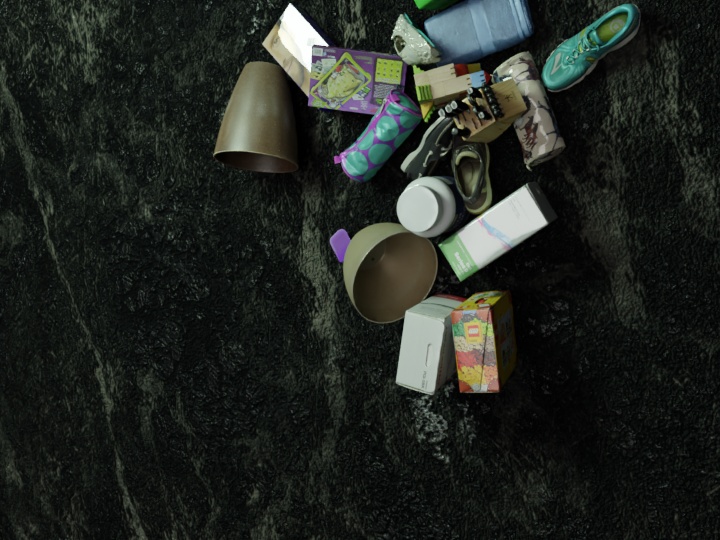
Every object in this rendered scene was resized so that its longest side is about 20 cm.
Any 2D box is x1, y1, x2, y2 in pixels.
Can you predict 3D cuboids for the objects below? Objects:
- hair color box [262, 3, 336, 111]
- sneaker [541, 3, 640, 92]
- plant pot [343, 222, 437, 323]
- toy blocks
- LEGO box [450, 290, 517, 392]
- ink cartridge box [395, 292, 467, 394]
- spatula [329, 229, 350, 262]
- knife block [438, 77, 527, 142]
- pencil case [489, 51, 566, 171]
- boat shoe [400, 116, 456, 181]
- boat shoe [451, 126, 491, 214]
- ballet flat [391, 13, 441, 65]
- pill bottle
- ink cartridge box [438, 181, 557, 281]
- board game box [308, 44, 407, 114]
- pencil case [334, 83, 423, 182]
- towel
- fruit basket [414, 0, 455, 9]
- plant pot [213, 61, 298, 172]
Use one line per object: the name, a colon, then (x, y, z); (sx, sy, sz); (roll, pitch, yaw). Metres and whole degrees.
hair color box: (-0.106, -0.451, 1.449); (0.109, 0.064, 0.201); (-46, 77, 23)
sneaker: (0.405, -0.403, 1.216); (0.199, 0.079, 0.078); (-39, 82, 24)
plant pot: (0.042, -0.015, 1.393); (0.135, 0.196, 0.204); (46, 117, 50)
toy blocks: (0.175, -0.348, 1.281); (0.133, 0.200, 0.103); (-13, 94, 10)
LEGO box: (0.240, 0.130, 1.298); (0.075, 0.199, 0.154); (-6, 95, 23)
ink cartridge box: (0.147, 0.137, 1.341); (0.081, 0.199, 0.151); (12, 102, 22)
spatula: (0.000, 0.000, 1.486); (0.056, 0.020, 0.202); (-41, 82, 36)
knife block: (0.198, -0.270, 1.218); (0.172, 0.200, 0.065); (-23, 85, -16)
pencil case: (0.312, -0.295, 1.274); (0.088, 0.077, 0.205); (-22, 88, 37)
boat shoe: (0.146, -0.238, 1.329); (0.061, 0.073, 0.200); (51, 140, 9)
boat shoe: (0.210, -0.210, 1.302); (0.072, 0.065, 0.205); (-18, 63, 20)
ballet flat: (0.103, -0.429, 1.306); (0.070, 0.202, 0.073); (-6, 125, -8)
pill bottle: (0.140, -0.123, 1.308); (0.108, 0.199, 0.115); (4, 99, 23)
ink cartridge box: (0.262, -0.076, 1.289); (0.198, 0.145, 0.089); (-37, 84, 23)
board game box: (-0.006, -0.384, 1.381); (0.194, 0.032, 0.123); (8, 112, 1)
pencil case: (0.037, -0.271, 1.377); (0.200, 0.091, 0.087); (-48, 38, 33)
towel: (0.227, -0.465, 1.305); (0.195, 0.048, 0.115); (-15, 91, 25)
fruit basket: (0.166, -0.619, 1.267); (0.212, 0.154, 0.222); (15, 115, 36)
plant pot: (-0.213, -0.332, 1.466); (0.182, 0.186, 0.206); (4, 85, 23)
